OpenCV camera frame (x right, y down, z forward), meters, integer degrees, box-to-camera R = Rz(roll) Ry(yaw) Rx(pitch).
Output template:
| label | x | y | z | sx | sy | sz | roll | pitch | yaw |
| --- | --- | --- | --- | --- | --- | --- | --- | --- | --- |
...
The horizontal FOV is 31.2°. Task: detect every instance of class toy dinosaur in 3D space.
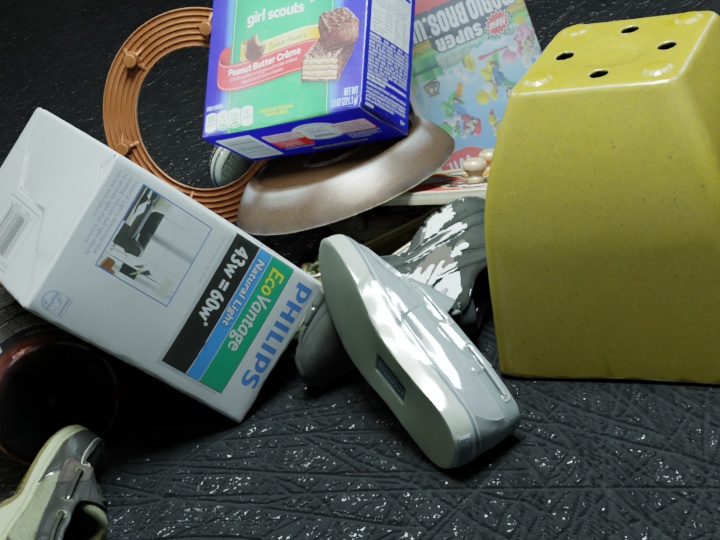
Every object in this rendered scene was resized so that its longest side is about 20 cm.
| label | x | y | z | sx | sy | sz | roll | pitch | yaw |
| --- | --- | --- | --- | --- | --- | --- | --- | --- | --- |
| toy dinosaur | -0.009 | -0.040 | 1.164 | 0.198 | 0.059 | 0.101 | 8 | 20 | 36 |

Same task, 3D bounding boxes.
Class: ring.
| label | x | y | z | sx | sy | sz | roll | pitch | yaw |
| --- | --- | --- | --- | --- | --- | --- | --- | --- | --- |
| ring | -0.149 | -0.139 | 1.190 | 0.197 | 0.203 | 0.019 | -9 | 11 | 17 |

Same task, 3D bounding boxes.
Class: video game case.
| label | x | y | z | sx | sy | sz | roll | pitch | yaw |
| --- | --- | --- | --- | --- | --- | --- | --- | --- | --- |
| video game case | 0.101 | -0.196 | 1.209 | 0.141 | 0.202 | 0.017 | -24 | 10 | -12 |

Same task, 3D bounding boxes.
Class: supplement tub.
| label | x | y | z | sx | sy | sz | roll | pitch | yaw |
| --- | --- | --- | --- | --- | --- | --- | --- | --- | --- |
| supplement tub | -0.268 | 0.069 | 1.035 | 0.106 | 0.108 | 0.200 | -26 | 28 | -17 |

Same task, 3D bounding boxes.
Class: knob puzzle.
| label | x | y | z | sx | sy | sz | roll | pitch | yaw |
| --- | --- | --- | --- | --- | --- | --- | --- | --- | --- |
| knob puzzle | 0.094 | -0.082 | 1.086 | 0.216 | 0.031 | 0.220 | -5 | 9 | 1 |

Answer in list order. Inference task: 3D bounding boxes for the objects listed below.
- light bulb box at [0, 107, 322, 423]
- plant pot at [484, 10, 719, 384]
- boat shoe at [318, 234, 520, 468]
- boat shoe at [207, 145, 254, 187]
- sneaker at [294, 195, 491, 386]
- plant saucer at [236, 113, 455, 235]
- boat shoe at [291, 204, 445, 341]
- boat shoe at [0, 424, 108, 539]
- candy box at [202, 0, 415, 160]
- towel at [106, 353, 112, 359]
| label | x | y | z | sx | sy | sz | roll | pitch | yaw |
| --- | --- | --- | --- | --- | --- | --- | --- | --- | --- |
| light bulb box | -0.170 | -0.007 | 0.986 | 0.126 | 0.199 | 0.198 | -58 | 33 | -2 |
| plant pot | 0.192 | -0.062 | 0.890 | 0.193 | 0.202 | 0.194 | -1 | 31 | 32 |
| boat shoe | 0.039 | 0.047 | 0.886 | 0.071 | 0.071 | 0.202 | -17 | 51 | -25 |
| boat shoe | -0.128 | -0.137 | 1.372 | 0.061 | 0.076 | 0.200 | 14 | 27 | 8 |
| sneaker | 0.040 | 0.027 | 0.962 | 0.199 | 0.076 | 0.091 | -36 | 56 | -8 |
| plant saucer | -0.018 | -0.088 | 1.092 | 0.198 | 0.032 | 0.201 | -20 | 20 | 7 |
| boat shoe | 0.000 | 0.000 | 1.048 | 0.197 | 0.063 | 0.073 | -20 | 26 | -4 |
| boat shoe | -0.201 | 0.169 | 0.860 | 0.065 | 0.073 | 0.201 | 16 | 18 | 3 |
| candy box | -0.042 | -0.208 | 1.082 | 0.167 | 0.077 | 0.203 | -6 | 73 | 34 |
| towel | -0.230 | 0.025 | 1.197 | 0.143 | 0.023 | 0.200 | -3 | 28 | 32 |
